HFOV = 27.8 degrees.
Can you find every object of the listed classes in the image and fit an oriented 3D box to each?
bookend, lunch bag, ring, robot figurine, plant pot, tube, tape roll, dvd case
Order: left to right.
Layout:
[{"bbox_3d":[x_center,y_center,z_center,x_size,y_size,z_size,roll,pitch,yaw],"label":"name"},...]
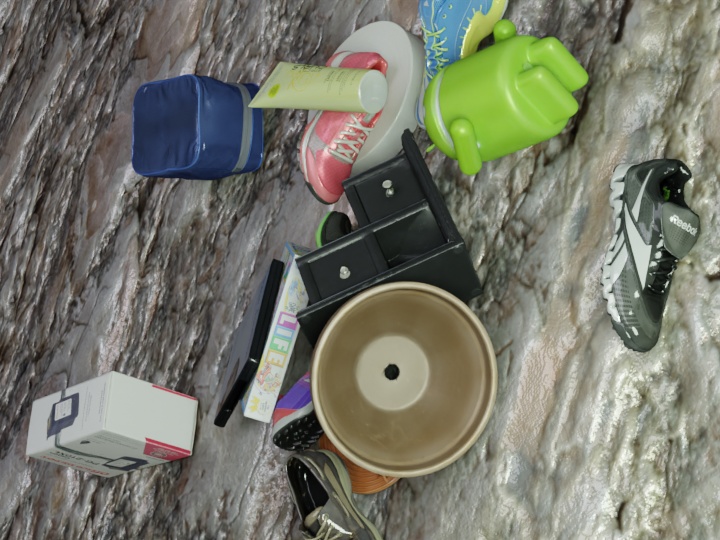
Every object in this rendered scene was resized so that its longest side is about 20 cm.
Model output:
[{"bbox_3d":[-0.228,-0.196,2.057,0.199,0.131,0.138,0,88,50],"label":"lunch bag"},{"bbox_3d":[-0.140,0.093,1.801,0.200,0.017,0.144,122,163,-56],"label":"dvd case"},{"bbox_3d":[-0.053,-0.220,1.757,0.199,0.058,0.053,11,108,46],"label":"tube"},{"bbox_3d":[0.008,-0.218,1.852,0.202,0.037,0.205,-26,53,41],"label":"tape roll"},{"bbox_3d":[0.009,-0.029,1.637,0.197,0.092,0.201,-24,47,3],"label":"bookend"},{"bbox_3d":[0.014,0.155,1.668,0.200,0.019,0.202,-27,52,42],"label":"ring"},{"bbox_3d":[0.040,0.112,1.546,0.093,0.199,0.203,-175,106,-80],"label":"plant pot"},{"bbox_3d":[0.150,-0.185,1.594,0.199,0.115,0.177,-16,43,47],"label":"robot figurine"}]

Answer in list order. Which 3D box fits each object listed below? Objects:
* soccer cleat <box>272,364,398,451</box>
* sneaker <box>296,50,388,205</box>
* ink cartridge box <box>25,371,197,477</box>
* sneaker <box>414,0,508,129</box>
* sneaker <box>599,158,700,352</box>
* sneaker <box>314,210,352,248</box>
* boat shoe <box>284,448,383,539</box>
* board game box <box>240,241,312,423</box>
[{"bbox_3d":[-0.034,0.133,1.672,0.200,0.068,0.074,-41,40,35],"label":"soccer cleat"},{"bbox_3d":[-0.017,-0.180,1.773,0.086,0.073,0.202,-3,70,48],"label":"sneaker"},{"bbox_3d":[-0.338,0.212,1.966,0.199,0.144,0.085,-20,57,44],"label":"ink cartridge box"},{"bbox_3d":[0.093,-0.272,1.717,0.076,0.104,0.202,26,92,53],"label":"sneaker"},{"bbox_3d":[0.282,-0.023,1.390,0.090,0.066,0.202,-21,54,46],"label":"sneaker"},{"bbox_3d":[0.000,0.000,1.737,0.083,0.077,0.201,-24,44,5],"label":"sneaker"},{"bbox_3d":[-0.035,0.285,1.606,0.075,0.073,0.201,-50,49,25],"label":"boat shoe"},{"bbox_3d":[-0.100,0.072,1.773,0.134,0.034,0.202,-129,57,-79],"label":"board game box"}]
